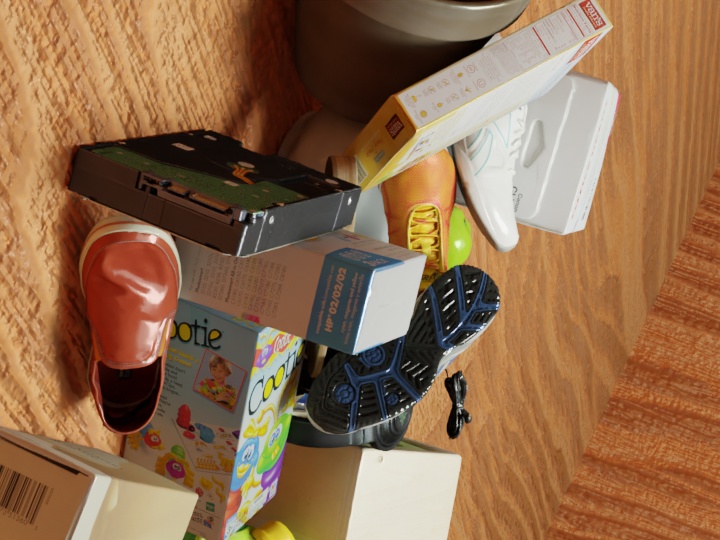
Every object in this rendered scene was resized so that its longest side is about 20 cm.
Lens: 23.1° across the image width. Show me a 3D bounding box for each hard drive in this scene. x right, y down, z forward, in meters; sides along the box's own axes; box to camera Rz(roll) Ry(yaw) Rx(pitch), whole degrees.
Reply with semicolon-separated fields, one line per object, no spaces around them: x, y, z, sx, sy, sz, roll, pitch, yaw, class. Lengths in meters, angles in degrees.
-0.099;-0.057;1.260;0.200;0.139;0.038;-19;128;-67;hard drive

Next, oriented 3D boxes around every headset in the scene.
0.005;0.124;1.551;0.200;0.123;0.094;-11;113;-24;headset

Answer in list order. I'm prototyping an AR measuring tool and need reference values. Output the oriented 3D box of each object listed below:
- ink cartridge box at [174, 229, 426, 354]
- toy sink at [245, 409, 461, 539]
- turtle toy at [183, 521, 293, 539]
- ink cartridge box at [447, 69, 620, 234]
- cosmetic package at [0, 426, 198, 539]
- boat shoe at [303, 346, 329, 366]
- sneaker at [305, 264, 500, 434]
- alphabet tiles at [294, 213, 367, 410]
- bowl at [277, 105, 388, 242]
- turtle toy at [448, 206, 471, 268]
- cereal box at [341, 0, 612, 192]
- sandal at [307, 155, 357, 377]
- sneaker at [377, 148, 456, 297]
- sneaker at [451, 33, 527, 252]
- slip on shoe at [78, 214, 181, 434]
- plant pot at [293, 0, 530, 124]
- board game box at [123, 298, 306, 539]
-0.066;-0.004;1.322;0.115;0.200;0.068;-15;120;-68;ink cartridge box
-0.027;0.193;1.631;0.130;0.200;0.112;10;91;-42;toy sink
-0.138;0.286;1.563;0.146;0.101;0.200;-32;146;-26;turtle toy
0.153;-0.122;1.649;0.200;0.144;0.146;-10;117;-79;ink cartridge box
-0.205;0.168;1.270;0.071;0.105;0.200;-67;163;-4;cosmetic package
-0.032;0.062;1.613;0.200;0.060;0.074;-39;128;-14;boat shoe
0.035;0.077;1.470;0.200;0.076;0.077;-34;169;-26;sneaker
-0.014;0.050;1.664;0.166;0.006;0.200;23;97;-38;alphabet tiles
-0.019;-0.080;1.541;0.201;0.090;0.201;-56;158;-36;bowl
0.039;-0.003;1.770;0.200;0.101;0.146;-51;155;-42;turtle toy
0.090;-0.140;1.393;0.200;0.040;0.144;-30;174;-24;cereal box
0.001;0.003;1.427;0.078;0.069;0.212;-101;-166;-54;sandal
0.055;-0.029;1.517;0.077;0.073;0.200;-114;-163;-44;sneaker
0.113;-0.116;1.523;0.070;0.080;0.201;-164;-121;-88;sneaker
-0.165;0.040;1.266;0.061;0.074;0.200;-105;-161;-45;slip on shoe
0.027;-0.217;1.408;0.200;0.200;0.174;-51;170;-43;plant pot
-0.118;0.101;1.437;0.103;0.105;0.200;-37;144;-57;board game box
